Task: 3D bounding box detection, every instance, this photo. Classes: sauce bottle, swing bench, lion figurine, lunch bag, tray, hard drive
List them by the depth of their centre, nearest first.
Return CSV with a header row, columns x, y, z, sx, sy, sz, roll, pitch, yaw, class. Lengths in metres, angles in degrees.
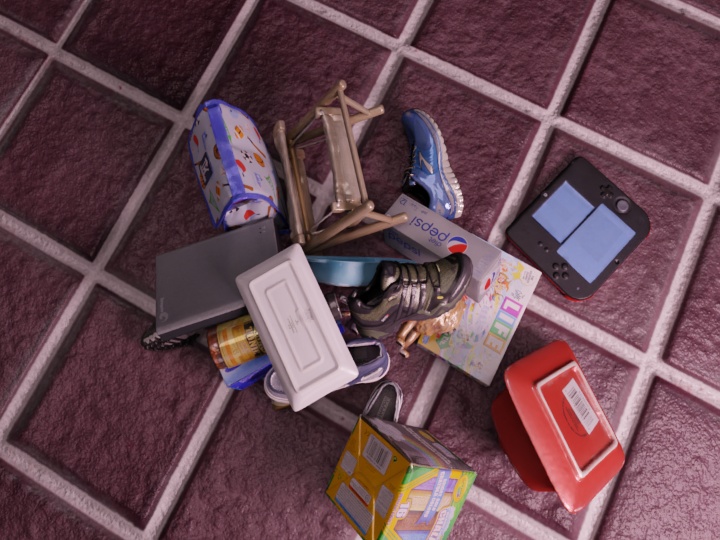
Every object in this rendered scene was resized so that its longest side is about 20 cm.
x,y,z,sx,sy,sz,roll,pitch,yaw,class
-0.089,0.075,0.795,0.105,0.022,0.205,-27,81,0,tray
-0.123,0.082,0.845,0.194,0.066,0.068,-22,77,-1,sauce bottle
-0.210,0.011,0.868,0.193,0.033,0.143,-18,55,3,hard drive
0.063,0.060,0.918,0.196,0.073,0.124,23,66,34,lion figurine
-0.051,-0.146,0.921,0.195,0.128,0.206,-21,74,30,swing bench
-0.196,-0.150,0.928,0.120,0.200,0.175,-20,77,-3,lunch bag

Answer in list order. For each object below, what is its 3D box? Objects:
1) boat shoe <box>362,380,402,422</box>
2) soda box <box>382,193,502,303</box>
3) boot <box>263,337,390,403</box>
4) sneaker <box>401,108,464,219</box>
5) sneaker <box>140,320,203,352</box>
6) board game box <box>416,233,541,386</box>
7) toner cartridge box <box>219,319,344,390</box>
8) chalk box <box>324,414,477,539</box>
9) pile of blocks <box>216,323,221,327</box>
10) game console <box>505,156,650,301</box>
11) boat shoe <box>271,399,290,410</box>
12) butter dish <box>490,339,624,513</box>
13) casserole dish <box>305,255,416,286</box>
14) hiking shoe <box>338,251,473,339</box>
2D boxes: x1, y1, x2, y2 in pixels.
x,y,z,sx,sy,sz,roll,pitch,yaw,class
0.016,0.268,0.892,0.070,0.068,0.205,23,79,7,boat shoe
0.126,-0.037,0.928,0.197,0.069,0.064,34,69,26,soda box
-0.054,0.138,0.844,0.193,0.091,0.075,-15,69,1,boot
0.105,-0.178,0.986,0.086,0.079,0.206,-18,77,-5,sneaker
-0.279,0.060,0.937,0.196,0.066,0.093,-30,61,23,sneaker
0.192,0.063,0.950,0.131,0.034,0.205,27,80,8,board game box
-0.120,0.119,0.918,0.195,0.095,0.044,-29,76,-5,toner cartridge box
0.071,0.304,0.827,0.123,0.197,0.127,29,93,48,chalk box
-0.147,0.061,0.927,0.197,0.062,0.084,-31,76,27,pile of blocks
0.366,-0.069,0.976,0.199,0.031,0.177,-42,79,-8,game console
-0.056,0.157,0.918,0.194,0.073,0.067,-22,82,-3,boat shoe
0.264,0.235,0.859,0.195,0.147,0.205,-12,71,-43,butter dish
0.000,0.000,0.905,0.195,0.119,0.040,1,94,-40,casserole dish
0.068,0.024,0.828,0.196,0.101,0.077,-30,45,5,hiking shoe
